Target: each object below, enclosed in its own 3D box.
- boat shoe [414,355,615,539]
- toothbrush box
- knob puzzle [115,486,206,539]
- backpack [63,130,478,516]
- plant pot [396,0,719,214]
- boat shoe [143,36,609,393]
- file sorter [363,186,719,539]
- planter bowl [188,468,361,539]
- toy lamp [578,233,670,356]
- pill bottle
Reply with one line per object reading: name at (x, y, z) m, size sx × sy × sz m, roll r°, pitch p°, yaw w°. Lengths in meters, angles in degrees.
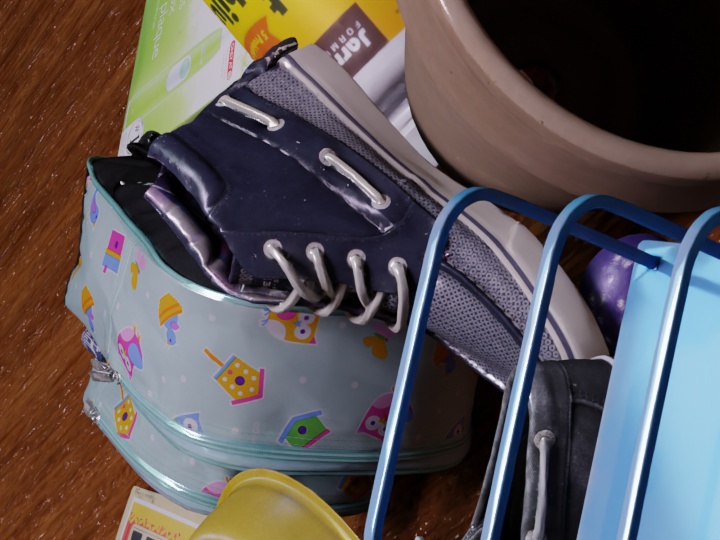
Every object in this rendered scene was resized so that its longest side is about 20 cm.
boat shoe at (0.057, 0.121, 0.745) m, size 0.074 × 0.067 × 0.201 m, roll -114°, pitch 33°, yaw -50°
toothbrush box at (-0.053, -0.139, 1.161) m, size 0.199 × 0.086 × 0.147 m, roll -27°, pitch 49°, yaw 52°
knob puzzle at (-0.130, 0.225, 1.117) m, size 0.219 × 0.030 × 0.221 m, roll -41°, pitch 39°, yaw 44°
backpack at (-0.036, 0.029, 0.917) m, size 0.200 × 0.174 × 0.155 m, roll -149°, pitch 66°, yaw -62°
plant pot at (0.092, -0.103, 0.776) m, size 0.175 × 0.198 × 0.202 m, roll 130°, pitch 152°, yaw -69°
boat shoe at (0.000, 0.000, 0.791) m, size 0.200 × 0.092 × 0.075 m, roll 43°, pitch 149°, yaw 24°
file sorter at (0.115, 0.054, 0.565) m, size 0.199 × 0.122 × 0.140 m, roll 7°, pitch 81°, yaw 46°
planter bowl at (-0.041, 0.188, 0.802) m, size 0.200 × 0.083 × 0.202 m, roll 38°, pitch 139°, yaw 43°
toy lamp at (0.143, 0.038, 0.700) m, size 0.059 × 0.058 × 0.200 m, roll -66°, pitch 24°, yaw 8°
pill bottle at (-0.011, -0.136, 0.950) m, size 0.109 × 0.200 × 0.109 m, roll -41°, pitch -4°, yaw -4°
